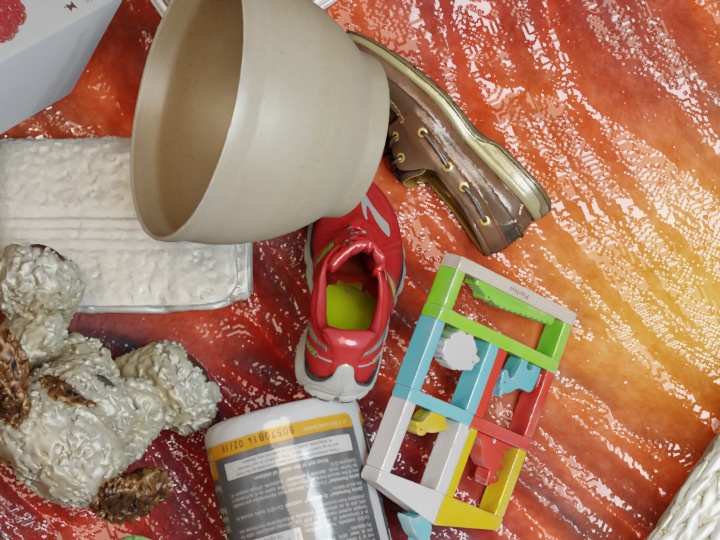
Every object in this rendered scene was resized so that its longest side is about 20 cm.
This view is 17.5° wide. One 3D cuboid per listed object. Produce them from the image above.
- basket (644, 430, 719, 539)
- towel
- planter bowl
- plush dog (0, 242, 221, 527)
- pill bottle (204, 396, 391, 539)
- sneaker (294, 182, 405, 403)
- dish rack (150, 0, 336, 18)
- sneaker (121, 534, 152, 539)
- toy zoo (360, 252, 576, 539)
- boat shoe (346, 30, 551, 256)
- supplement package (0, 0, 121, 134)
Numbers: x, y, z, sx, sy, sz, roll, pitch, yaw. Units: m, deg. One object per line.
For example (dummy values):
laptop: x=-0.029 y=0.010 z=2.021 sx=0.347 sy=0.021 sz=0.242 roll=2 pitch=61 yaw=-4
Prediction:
basket: x=0.285 y=0.169 z=1.628 sx=0.123 sy=0.136 sz=0.200 roll=33 pitch=86 yaw=9
towel: x=-0.177 y=-0.035 z=1.732 sx=0.200 sy=0.034 sz=0.133 roll=0 pitch=81 yaw=3
planter bowl: x=-0.063 y=-0.106 z=1.640 sx=0.135 sy=0.200 sz=0.201 roll=12 pitch=83 yaw=-25
plush dog: x=-0.211 y=0.100 z=1.639 sx=0.200 sy=0.172 sz=0.160 roll=40 pitch=101 yaw=-15
pill bottle: x=-0.035 y=0.195 z=1.652 sx=0.116 sy=0.116 sz=0.200 roll=-13 pitch=82 yaw=2
sneaker: x=0.000 y=0.000 z=1.659 sx=0.077 sy=0.085 sz=0.200 roll=8 pitch=48 yaw=-6
dish rack: x=-0.101 y=-0.269 z=1.752 sx=0.172 sy=0.044 sz=0.200 roll=-34 pitch=81 yaw=0
sneaker: x=-0.123 y=0.277 z=1.669 sx=0.084 sy=0.077 sz=0.200 roll=-34 pitch=79 yaw=0
toy zoo: x=0.074 y=0.102 z=1.662 sx=0.020 sy=0.131 sz=0.200 roll=15 pitch=82 yaw=49
boat shoe: x=0.048 y=-0.093 z=1.706 sx=0.200 sy=0.072 sz=0.068 roll=44 pitch=85 yaw=5
supplement package: x=-0.288 y=-0.165 z=1.660 sx=0.121 sy=0.120 sz=0.200 roll=44 pitch=44 yaw=7
